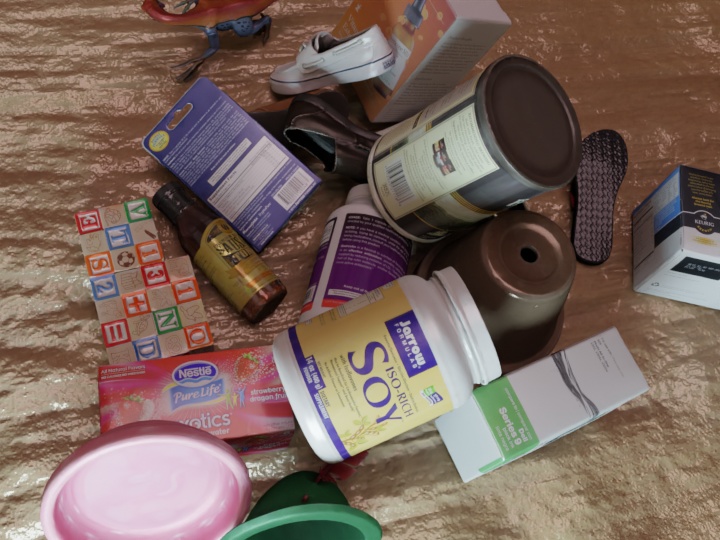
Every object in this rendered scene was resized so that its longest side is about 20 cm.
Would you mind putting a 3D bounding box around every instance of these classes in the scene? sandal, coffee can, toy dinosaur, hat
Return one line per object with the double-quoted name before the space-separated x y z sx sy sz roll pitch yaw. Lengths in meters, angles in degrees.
"sandal" 0.325 -0.103 1.115 0.075 0.045 0.201 12 79 0
"coffee can" 0.122 -0.129 0.890 0.146 0.200 0.147 12 69 -33
"toy dinosaur" -0.194 -0.353 1.056 0.105 0.200 0.181 56 23 4
"hat" -0.068 0.221 0.856 0.200 0.165 0.177 36 29 -41

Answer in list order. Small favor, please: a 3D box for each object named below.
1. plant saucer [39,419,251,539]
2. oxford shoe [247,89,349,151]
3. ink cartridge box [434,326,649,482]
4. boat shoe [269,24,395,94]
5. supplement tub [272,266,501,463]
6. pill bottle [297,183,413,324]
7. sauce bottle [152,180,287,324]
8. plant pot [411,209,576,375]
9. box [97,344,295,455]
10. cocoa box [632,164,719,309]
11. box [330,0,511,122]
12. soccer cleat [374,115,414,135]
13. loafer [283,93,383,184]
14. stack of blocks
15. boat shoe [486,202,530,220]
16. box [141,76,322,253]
"plant saucer" -0.210 0.219 0.790 0.199 0.201 0.051 -6 36 -14
"oxford shoe" -0.114 -0.189 1.056 0.199 0.071 0.072 -19 114 -7
"ink cartridge box" 0.204 0.154 0.911 0.199 0.146 0.084 -20 72 -18
"boat shoe" -0.045 -0.281 1.044 0.199 0.066 0.074 -3 33 34
"supplement tub" 0.026 0.092 0.810 0.199 0.145 0.146 -25 72 -1
"pill bottle" 0.000 0.000 0.959 0.112 0.113 0.201 16 64 -4
"sauce bottle" -0.174 -0.026 0.962 0.200 0.066 0.066 45 66 8
"plant pot" 0.170 0.014 0.953 0.199 0.175 0.201 4 64 -9
"box" -0.177 0.150 0.865 0.199 0.096 0.100 -5 66 -14
"cocoa box" 0.483 -0.036 1.060 0.199 0.134 0.132 12 64 -6
"box" 0.072 -0.317 1.055 0.106 0.200 0.153 -10 66 -40
"soccer cleat" 0.067 -0.177 1.071 0.199 0.078 0.070 -21 72 -19
"loafer" -0.014 -0.138 0.993 0.199 0.073 0.071 31 54 1
"stack of blocks" -0.252 0.019 0.929 0.115 0.059 0.201 -15 70 -17
"boat shoe" 0.159 -0.126 1.031 0.075 0.068 0.200 -44 102 -2
"box" -0.160 -0.133 0.995 0.200 0.032 0.121 42 88 -1
